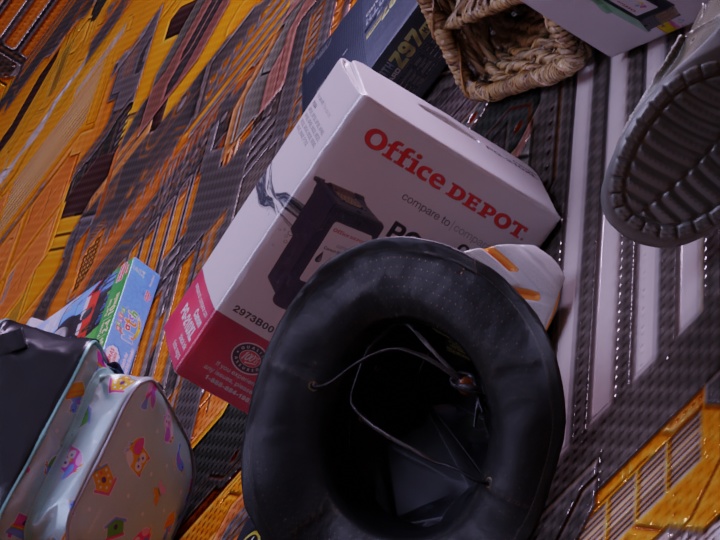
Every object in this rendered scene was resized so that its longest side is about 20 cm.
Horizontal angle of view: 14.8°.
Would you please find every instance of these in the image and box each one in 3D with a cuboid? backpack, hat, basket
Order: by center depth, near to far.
[{"bbox_3d":[0.034,0.083,1.446,0.201,0.201,0.081,-54,-23,17],"label":"hat"},{"bbox_3d":[0.084,-0.209,1.762,0.149,0.143,0.200,-61,15,-10],"label":"basket"},{"bbox_3d":[-0.205,0.150,1.944,0.200,0.153,0.176,71,-142,-60],"label":"backpack"}]

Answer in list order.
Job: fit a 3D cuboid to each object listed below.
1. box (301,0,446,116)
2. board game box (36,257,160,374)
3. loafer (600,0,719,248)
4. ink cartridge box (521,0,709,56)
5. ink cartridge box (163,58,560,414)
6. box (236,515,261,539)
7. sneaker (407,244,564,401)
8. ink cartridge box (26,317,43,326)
[{"bbox_3d":[0.030,-0.177,2.045,0.200,0.051,0.158,-52,18,21],"label":"box"},{"bbox_3d":[-0.266,0.091,2.433,0.200,0.037,0.151,-35,27,35],"label":"board game box"},{"bbox_3d":[0.191,-0.097,1.376,0.200,0.075,0.070,-53,4,4],"label":"loafer"},{"bbox_3d":[0.184,-0.218,1.576,0.145,0.084,0.200,-63,16,-17],"label":"ink cartridge box"},{"bbox_3d":[0.000,0.000,1.623,0.200,0.145,0.084,-56,17,11],"label":"ink cartridge box"},{"bbox_3d":[-0.053,0.222,1.555,0.161,0.049,0.200,-64,17,-8],"label":"box"},{"bbox_3d":[0.036,0.064,1.537,0.200,0.078,0.077,-44,-21,6],"label":"sneaker"},{"bbox_3d":[-0.353,0.145,2.658,0.200,0.041,0.200,-54,16,16],"label":"ink cartridge box"}]
